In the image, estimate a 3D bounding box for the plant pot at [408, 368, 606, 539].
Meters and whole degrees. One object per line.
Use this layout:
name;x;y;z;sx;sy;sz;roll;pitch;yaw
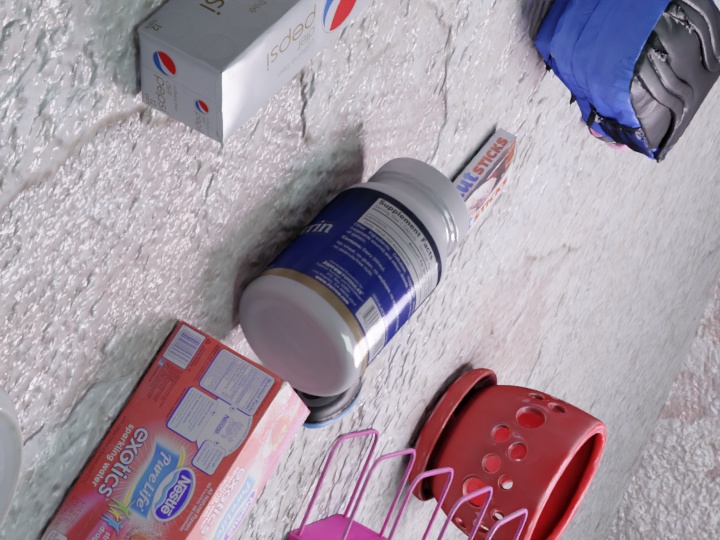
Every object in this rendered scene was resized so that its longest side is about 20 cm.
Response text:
plant pot;0.166;0.225;2.065;0.201;0.182;0.201;-51;159;-28

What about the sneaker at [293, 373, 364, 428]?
sneaker;-0.014;0.051;1.556;0.200;0.070;0.083;-58;156;-26

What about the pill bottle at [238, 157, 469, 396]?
pill bottle;0.000;0.000;1.438;0.200;0.115;0.116;-47;156;-37

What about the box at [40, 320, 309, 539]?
box;-0.136;0.155;1.324;0.201;0.102;0.095;-59;161;-11

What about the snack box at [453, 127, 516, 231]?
snack box;0.093;-0.054;1.738;0.200;0.024;0.072;-50;159;-32

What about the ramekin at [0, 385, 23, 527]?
ramekin;-0.269;0.120;0.950;0.203;0.094;0.203;-50;158;-29

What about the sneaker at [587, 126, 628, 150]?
sneaker;0.319;-0.231;2.017;0.095;0.079;0.201;-2;118;-55

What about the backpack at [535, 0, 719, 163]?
backpack;0.257;-0.220;1.716;0.163;0.167;0.200;-62;157;-6

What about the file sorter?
file sorter;0.055;0.262;1.813;0.126;0.199;0.139;-68;160;9

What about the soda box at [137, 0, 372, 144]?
soda box;-0.056;-0.172;1.132;0.200;0.068;0.064;-48;157;-34
